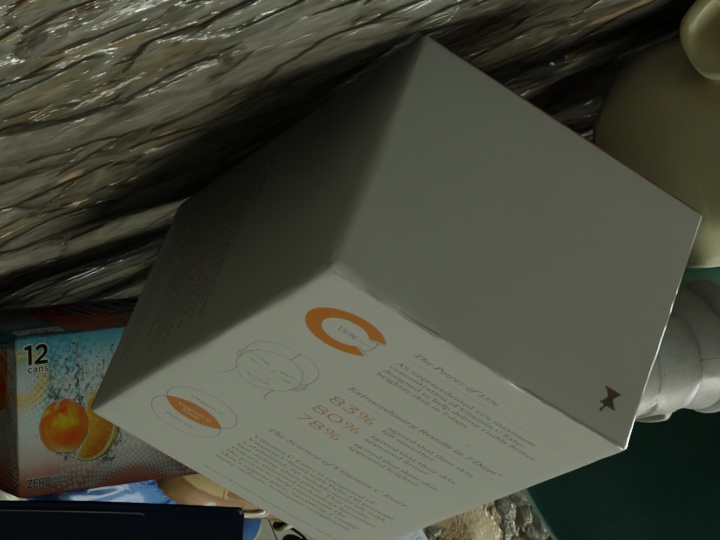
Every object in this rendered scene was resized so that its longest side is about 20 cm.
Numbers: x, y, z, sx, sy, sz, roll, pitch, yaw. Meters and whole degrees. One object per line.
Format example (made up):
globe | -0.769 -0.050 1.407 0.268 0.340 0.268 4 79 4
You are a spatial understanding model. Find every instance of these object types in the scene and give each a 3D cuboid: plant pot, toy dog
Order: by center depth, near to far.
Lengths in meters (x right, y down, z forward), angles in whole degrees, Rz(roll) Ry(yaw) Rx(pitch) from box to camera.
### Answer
toy dog | 0.194 -0.055 1.165 0.193 0.140 0.200 -25 176 35
plant pot | 0.170 0.052 1.258 0.134 0.201 0.200 -28 179 -29

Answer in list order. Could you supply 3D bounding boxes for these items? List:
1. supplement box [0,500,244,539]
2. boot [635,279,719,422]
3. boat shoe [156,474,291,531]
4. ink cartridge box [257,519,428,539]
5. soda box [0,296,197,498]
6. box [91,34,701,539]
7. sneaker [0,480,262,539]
supplement box | -0.151 0.200 1.186 0.133 0.202 0.199 4 172 -27
boot | 0.092 0.037 1.142 0.095 0.074 0.200 -4 -175 -16
boat shoe | -0.028 0.084 1.327 0.072 0.076 0.200 -45 150 20
ink cartridge box | -0.041 0.103 1.422 0.094 0.201 0.044 -26 -173 42
soda box | -0.070 0.046 1.174 0.199 0.069 0.063 -5 -170 -33
box | 0.008 0.017 1.008 0.200 0.124 0.098 -29 -146 57
sneaker | -0.106 0.082 1.321 0.199 0.077 0.111 27 143 -31
